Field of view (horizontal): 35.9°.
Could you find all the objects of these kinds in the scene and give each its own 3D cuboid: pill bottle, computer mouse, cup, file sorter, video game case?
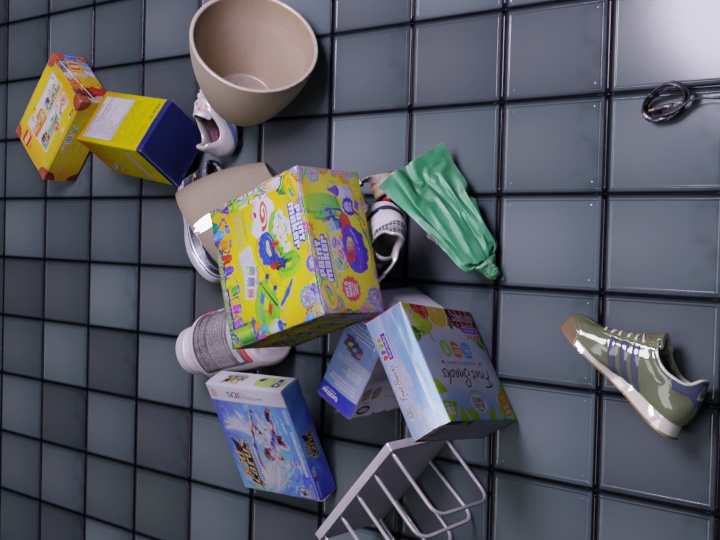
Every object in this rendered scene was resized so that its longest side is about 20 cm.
[{"bbox_3d":[-0.214,0.116,1.831,0.199,0.110,0.112,-17,79,41],"label":"pill bottle"},{"bbox_3d":[0.419,-0.203,1.303,0.199,0.034,0.059,2,108,48],"label":"computer mouse"},{"bbox_3d":[-0.177,-0.312,1.753,0.202,0.198,0.144,61,153,24],"label":"cup"},{"bbox_3d":[-0.176,-0.088,1.762,0.143,0.200,0.201,-37,63,6],"label":"cup"},{"bbox_3d":[0.063,0.343,1.559,0.125,0.138,0.201,51,122,27],"label":"file sorter"},{"bbox_3d":[-0.143,0.261,1.757,0.180,0.045,0.202,1,116,44],"label":"video game case"}]

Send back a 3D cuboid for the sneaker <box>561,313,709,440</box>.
[{"bbox_3d":[0.341,0.104,1.353,0.200,0.067,0.090,49,113,31],"label":"sneaker"}]

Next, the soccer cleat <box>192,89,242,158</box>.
[{"bbox_3d":[-0.244,-0.292,1.873,0.069,0.086,0.203,-6,86,42],"label":"soccer cleat"}]

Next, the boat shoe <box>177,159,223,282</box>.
[{"bbox_3d":[-0.255,-0.086,1.893,0.091,0.070,0.202,-36,65,41],"label":"boat shoe"}]

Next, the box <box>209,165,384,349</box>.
[{"bbox_3d":[-0.090,-0.013,1.522,0.191,0.121,0.203,-21,75,42],"label":"box"}]

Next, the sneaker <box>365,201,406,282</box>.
[{"bbox_3d":[0.000,0.000,1.561,0.201,0.076,0.081,-60,25,25],"label":"sneaker"}]

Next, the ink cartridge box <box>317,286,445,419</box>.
[{"bbox_3d":[0.026,0.130,1.588,0.076,0.136,0.202,35,113,32],"label":"ink cartridge box"}]

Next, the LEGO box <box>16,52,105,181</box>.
[{"bbox_3d":[-0.589,-0.301,2.199,0.149,0.077,0.201,54,123,29],"label":"LEGO box"}]

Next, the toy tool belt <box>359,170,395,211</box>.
[{"bbox_3d":[-0.010,-0.050,1.645,0.198,0.125,0.124,-26,79,10],"label":"toy tool belt"}]

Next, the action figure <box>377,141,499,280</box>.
[{"bbox_3d":[0.127,-0.068,1.537,0.117,0.055,0.201,-34,77,-10],"label":"action figure"}]

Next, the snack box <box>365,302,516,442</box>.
[{"bbox_3d":[0.110,0.136,1.467,0.067,0.199,0.170,-32,67,26],"label":"snack box"}]

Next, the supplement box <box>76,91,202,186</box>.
[{"bbox_3d":[-0.386,-0.235,1.966,0.199,0.110,0.110,15,69,42],"label":"supplement box"}]
